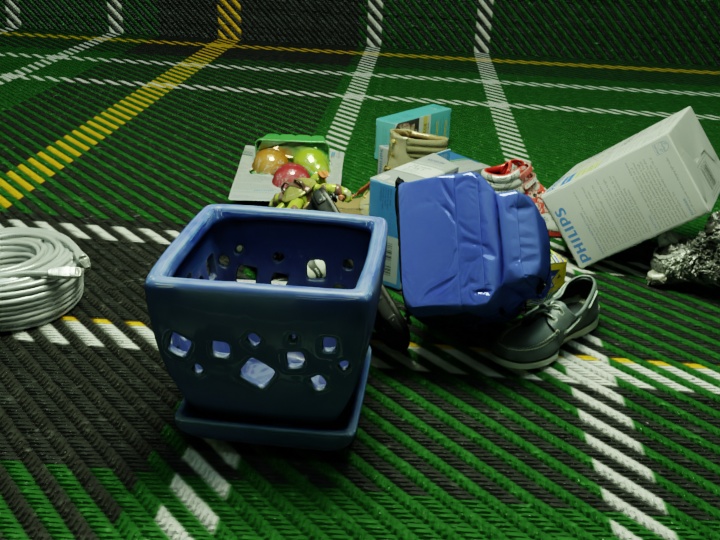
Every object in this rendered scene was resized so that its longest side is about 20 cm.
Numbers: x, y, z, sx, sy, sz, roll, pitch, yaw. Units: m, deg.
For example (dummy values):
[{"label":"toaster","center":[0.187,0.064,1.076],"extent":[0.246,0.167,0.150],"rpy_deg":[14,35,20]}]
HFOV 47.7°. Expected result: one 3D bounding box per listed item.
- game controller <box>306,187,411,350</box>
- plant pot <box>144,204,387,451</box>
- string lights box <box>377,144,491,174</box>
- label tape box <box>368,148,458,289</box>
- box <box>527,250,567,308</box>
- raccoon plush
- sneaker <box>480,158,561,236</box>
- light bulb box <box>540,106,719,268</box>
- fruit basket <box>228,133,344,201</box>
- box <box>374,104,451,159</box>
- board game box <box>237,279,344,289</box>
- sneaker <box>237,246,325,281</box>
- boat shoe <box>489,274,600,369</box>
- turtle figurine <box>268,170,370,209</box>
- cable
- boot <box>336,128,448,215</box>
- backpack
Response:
[{"label":"game controller","center":[0.000,0.000,0.931],"extent":[0.042,0.201,0.104],"rpy_deg":[-31,-16,2]},{"label":"plant pot","center":[-0.079,0.056,0.788],"extent":[0.197,0.182,0.200],"rpy_deg":[4,25,4]},{"label":"string lights box","center":[0.130,-0.182,1.480],"extent":[0.102,0.060,0.199],"rpy_deg":[-14,29,-34]},{"label":"label tape box","center":[0.091,-0.077,1.140],"extent":[0.066,0.145,0.199],"rpy_deg":[19,29,34]},{"label":"box","center":[0.200,-0.020,1.125],"extent":[0.069,0.065,0.200],"rpy_deg":[-6,25,-19]},{"label":"raccoon plush","center":[0.475,0.018,1.090],"extent":[0.096,0.134,0.201],"rpy_deg":[1,52,-41]},{"label":"sneaker","center":[0.279,-0.116,1.289],"extent":[0.198,0.109,0.067],"rpy_deg":[1,24,-3]},{"label":"light bulb box","center":[0.402,-0.123,1.190],"extent":[0.199,0.126,0.198],"rpy_deg":[-28,4,37]},{"label":"fruit basket","center":[-0.122,-0.161,1.405],"extent":[0.183,0.095,0.201],"rpy_deg":[2,39,0]},{"label":"box","center":[0.109,-0.283,1.672],"extent":[0.049,0.083,0.199],"rpy_deg":[21,31,34]},{"label":"board game box","center":[-0.108,0.035,0.958],"extent":[0.197,0.035,0.134],"rpy_deg":[2,5,0]},{"label":"sneaker","center":[-0.122,-0.029,1.101],"extent":[0.198,0.077,0.087],"rpy_deg":[16,32,33]},{"label":"boat shoe","center":[0.219,0.057,0.959],"extent":[0.072,0.063,0.199],"rpy_deg":[24,32,39]},{"label":"turtle figurine","center":[-0.086,-0.104,1.208],"extent":[0.198,0.065,0.162],"rpy_deg":[0,36,38]},{"label":"cable","center":[-0.441,0.005,1.001],"extent":[0.198,0.070,0.200],"rpy_deg":[-11,27,-25]},{"label":"boot","center":[0.036,-0.142,1.264],"extent":[0.197,0.157,0.073],"rpy_deg":[5,24,7]},{"label":"backpack","center":[0.135,-0.009,0.935],"extent":[0.166,0.165,0.200],"rpy_deg":[0,-11,17]}]
